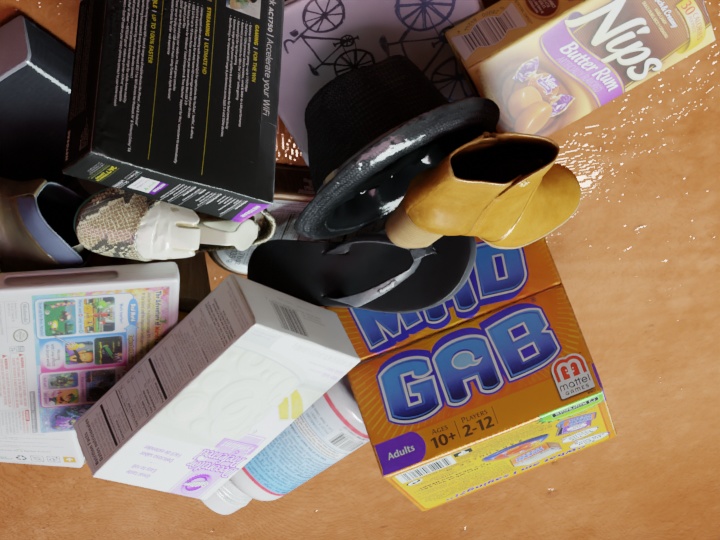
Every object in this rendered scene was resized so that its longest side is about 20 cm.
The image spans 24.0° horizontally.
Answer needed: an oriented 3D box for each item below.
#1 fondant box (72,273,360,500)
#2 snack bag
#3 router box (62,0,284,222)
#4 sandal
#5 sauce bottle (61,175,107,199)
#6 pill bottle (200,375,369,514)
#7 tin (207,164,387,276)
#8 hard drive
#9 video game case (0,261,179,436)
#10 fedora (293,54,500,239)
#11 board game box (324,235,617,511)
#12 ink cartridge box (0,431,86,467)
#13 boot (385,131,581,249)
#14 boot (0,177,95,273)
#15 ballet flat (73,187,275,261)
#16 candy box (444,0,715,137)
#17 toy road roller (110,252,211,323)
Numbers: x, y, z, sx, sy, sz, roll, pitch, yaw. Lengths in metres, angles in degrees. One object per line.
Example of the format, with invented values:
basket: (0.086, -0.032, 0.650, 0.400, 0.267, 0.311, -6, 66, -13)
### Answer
fondant box: (-0.118, 0.101, 1.400, 0.200, 0.058, 0.144, -42, 145, 20)
snack bag: (0.010, -0.175, 1.378, 0.199, 0.022, 0.189, -24, 139, 9)
router box: (-0.130, -0.150, 1.218, 0.148, 0.202, 0.051, 16, 157, -32)
sandal: (0.000, 0.001, 1.420, 0.198, 0.077, 0.043, -8, 171, 12)
sauce bottle: (-0.285, -0.013, 1.432, 0.064, 0.065, 0.200, 26, 120, -39)
pill bottle: (-0.075, 0.157, 1.663, 0.199, 0.109, 0.109, -34, 137, 20)
tin: (-0.046, -0.039, 1.505, 0.198, 0.042, 0.112, 3, 141, -22)
hard drive: (-0.293, -0.103, 1.340, 0.199, 0.043, 0.135, -34, 137, 20)
video game case: (-0.240, 0.068, 1.375, 0.180, 0.024, 0.201, -4, 141, -11)
fedora: (0.013, -0.108, 1.347, 0.199, 0.092, 0.201, -27, 169, -6)
board game box: (0.097, 0.074, 1.511, 0.199, 0.201, 0.200, -22, 160, 5)
ink cartridge box: (-0.351, 0.110, 1.510, 0.196, 0.044, 0.201, 5, 148, 2)
boot: (0.126, -0.069, 1.343, 0.200, 0.071, 0.144, -13, 167, -29)
boot: (-0.233, -0.001, 1.341, 0.096, 0.075, 0.200, -5, 139, 40)
ballet flat: (-0.135, -0.038, 1.344, 0.199, 0.075, 0.068, -7, 120, -56)
candy box: (0.180, -0.190, 1.374, 0.199, 0.057, 0.117, -31, 139, 3)
toy road roller: (-0.163, 0.060, 1.510, 0.145, 0.124, 0.200, 12, 137, -30)
